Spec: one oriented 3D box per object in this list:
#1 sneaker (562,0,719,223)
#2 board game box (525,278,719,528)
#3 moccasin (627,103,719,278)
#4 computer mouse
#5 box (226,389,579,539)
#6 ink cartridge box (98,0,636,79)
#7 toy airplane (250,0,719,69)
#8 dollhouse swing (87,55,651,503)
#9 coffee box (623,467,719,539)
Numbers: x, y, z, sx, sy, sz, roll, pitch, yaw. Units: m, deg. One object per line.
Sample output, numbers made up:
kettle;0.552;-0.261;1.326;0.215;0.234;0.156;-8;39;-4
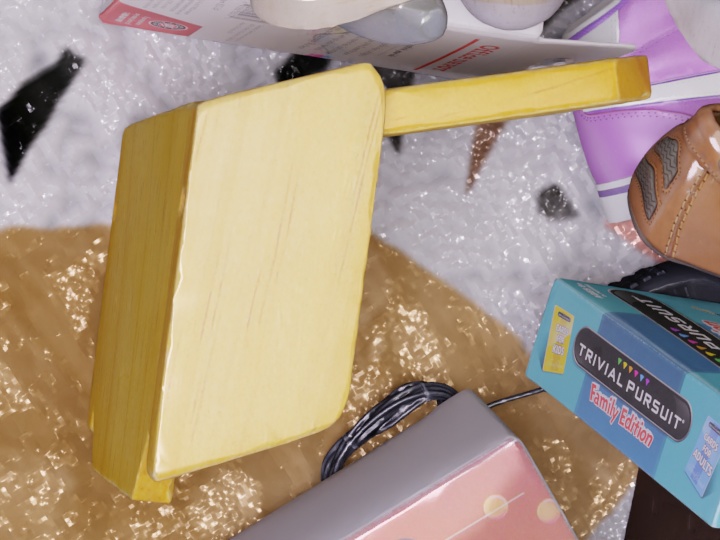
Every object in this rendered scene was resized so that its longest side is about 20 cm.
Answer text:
sneaker;0.184;-0.103;1.004;0.200;0.073;0.115;-18;91;-13
board game box;0.190;0.060;0.939;0.199;0.151;0.047;9;105;-27
moccasin;0.208;-0.020;0.961;0.201;0.074;0.078;23;128;-20
computer mouse;0.072;0.049;1.002;0.199;0.034;0.059;-23;113;-7
box;0.038;0.177;0.938;0.152;0.106;0.200;-31;100;-3
ink cartridge box;0.004;-0.124;0.936;0.199;0.116;0.068;8;86;-14
toy airplane;0.072;-0.134;0.823;0.199;0.141;0.200;12;50;0
dollhouse swing;0.000;0.000;0.894;0.175;0.200;0.182;7;89;-14
coffee box;0.222;0.135;0.992;0.199;0.114;0.080;13;89;-12
